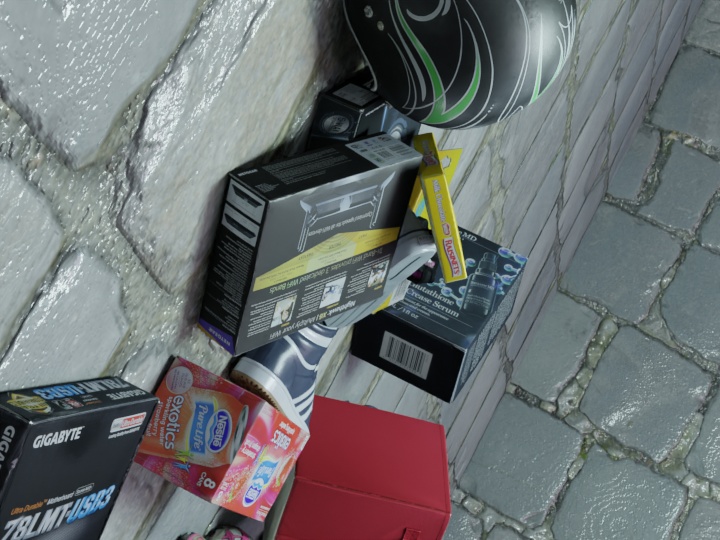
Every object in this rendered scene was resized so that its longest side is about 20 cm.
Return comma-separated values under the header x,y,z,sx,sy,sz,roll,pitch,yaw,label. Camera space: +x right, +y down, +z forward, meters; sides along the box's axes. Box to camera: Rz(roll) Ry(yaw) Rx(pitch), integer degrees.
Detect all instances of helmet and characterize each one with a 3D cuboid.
x,y,z,sx,sy,sz,roll,pitch,yaw,label
0.091,-0.219,1.171,0.200,0.200,0.191,-53,132,-39,helmet

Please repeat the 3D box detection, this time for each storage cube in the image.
x,y,z,sx,sy,sz,roll,pitch,yaw,label
-0.008,0.271,1.540,0.200,0.180,0.171,-91,-163,-62,storage cube

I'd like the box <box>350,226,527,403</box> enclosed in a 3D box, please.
x,y,z,sx,sy,sz,roll,pitch,yaw,label
0.103,0.046,1.712,0.200,0.148,0.107,-51,161,-43,box

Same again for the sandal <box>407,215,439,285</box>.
x,y,z,sx,sy,sz,roll,pitch,yaw,label
0.073,-0.017,1.487,0.200,0.048,0.075,9,103,-79,sandal

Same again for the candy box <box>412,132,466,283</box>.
x,y,z,sx,sy,sz,roll,pitch,yaw,label
0.075,-0.065,1.282,0.200,0.026,0.102,-90,169,-73,candy box

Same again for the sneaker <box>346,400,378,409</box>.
x,y,z,sx,sy,sz,roll,pitch,yaw,label
-0.030,0.270,1.779,0.200,0.081,0.146,-62,157,2,sneaker

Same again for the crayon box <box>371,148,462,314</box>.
x,y,z,sx,sy,sz,roll,pitch,yaw,label
0.048,-0.057,1.547,0.200,0.051,0.127,-68,165,13,crayon box

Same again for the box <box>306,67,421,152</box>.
x,y,z,sx,sy,sz,roll,pitch,yaw,label
0.002,-0.118,1.305,0.200,0.043,0.160,-40,151,-58,box

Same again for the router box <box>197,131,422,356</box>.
x,y,z,sx,sy,sz,roll,pitch,yaw,label
-0.043,-0.027,1.175,0.200,0.052,0.157,-20,135,-46,router box

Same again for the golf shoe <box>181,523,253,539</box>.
x,y,z,sx,sy,sz,roll,pitch,yaw,label
-0.141,0.327,1.442,0.073,0.092,0.200,-66,167,0,golf shoe

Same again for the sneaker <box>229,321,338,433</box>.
x,y,z,sx,sy,sz,roll,pitch,yaw,label
-0.068,0.105,1.374,0.109,0.070,0.200,-58,161,-17,sneaker

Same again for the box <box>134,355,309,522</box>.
x,y,z,sx,sy,sz,roll,pitch,yaw,label
-0.125,0.158,1.210,0.100,0.095,0.200,-61,165,-10,box

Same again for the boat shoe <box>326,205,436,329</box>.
x,y,z,sx,sy,sz,roll,pitch,yaw,label
0.000,0.000,1.391,0.200,0.067,0.074,-37,158,33,boat shoe

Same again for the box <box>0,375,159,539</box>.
x,y,z,sx,sy,sz,roll,pitch,yaw,label
-0.238,0.178,0.953,0.199,0.050,0.200,-65,166,6,box
